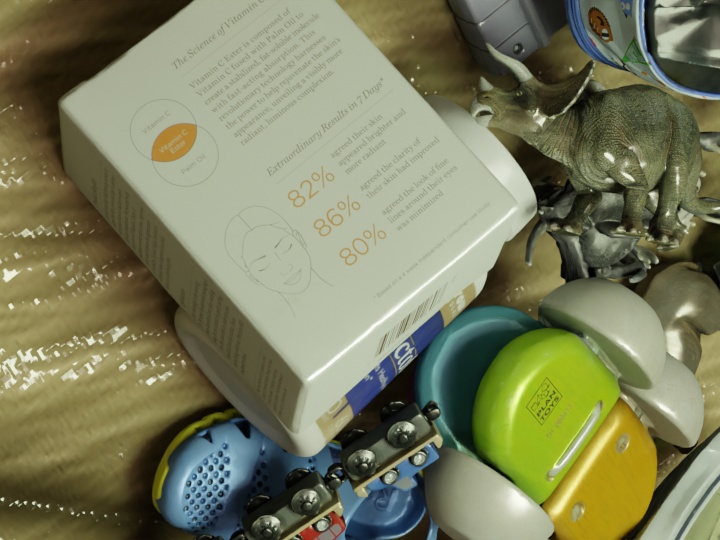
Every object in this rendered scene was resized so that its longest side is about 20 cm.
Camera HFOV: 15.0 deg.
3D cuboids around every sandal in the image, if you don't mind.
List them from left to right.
[{"bbox_3d":[-0.029,0.132,1.611,0.199,0.087,0.080,5,107,-34],"label":"sandal"}]

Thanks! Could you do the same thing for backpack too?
[{"bbox_3d":[0.206,-0.187,1.565,0.190,0.154,0.201,-6,106,-42],"label":"backpack"}]

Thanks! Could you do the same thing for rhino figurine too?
[{"bbox_3d":[0.178,0.082,1.749,0.087,0.060,0.201,26,94,-42],"label":"rhino figurine"}]

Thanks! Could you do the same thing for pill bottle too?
[{"bbox_3d":[0.000,0.000,1.558,0.200,0.116,0.116,-44,127,-12],"label":"pill bottle"}]

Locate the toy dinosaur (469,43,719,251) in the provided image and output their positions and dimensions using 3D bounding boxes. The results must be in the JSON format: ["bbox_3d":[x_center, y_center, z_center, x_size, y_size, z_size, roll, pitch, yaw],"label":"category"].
[{"bbox_3d":[0.158,-0.066,1.547,0.199,0.077,0.103,7,85,-34],"label":"toy dinosaur"}]

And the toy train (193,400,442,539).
[{"bbox_3d":[-0.032,0.140,1.553,0.200,0.034,0.046,-35,116,6],"label":"toy train"}]

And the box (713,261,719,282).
[{"bbox_3d":[0.357,-0.026,1.751,0.199,0.048,0.193,9,140,-48],"label":"box"}]

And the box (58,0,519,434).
[{"bbox_3d":[-0.041,-0.045,1.450,0.152,0.200,0.106,-39,169,-15],"label":"box"}]

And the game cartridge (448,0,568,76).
[{"bbox_3d":[0.127,-0.223,1.610,0.200,0.038,0.130,-39,130,-16],"label":"game cartridge"}]

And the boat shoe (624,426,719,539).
[{"bbox_3d":[0.208,0.166,1.720,0.062,0.072,0.200,42,44,1],"label":"boat shoe"}]

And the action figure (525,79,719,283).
[{"bbox_3d":[0.163,-0.048,1.663,0.199,0.102,0.120,-10,117,-33],"label":"action figure"}]

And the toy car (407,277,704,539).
[{"bbox_3d":[0.099,0.091,1.634,0.175,0.150,0.200,-54,145,-10],"label":"toy car"}]
